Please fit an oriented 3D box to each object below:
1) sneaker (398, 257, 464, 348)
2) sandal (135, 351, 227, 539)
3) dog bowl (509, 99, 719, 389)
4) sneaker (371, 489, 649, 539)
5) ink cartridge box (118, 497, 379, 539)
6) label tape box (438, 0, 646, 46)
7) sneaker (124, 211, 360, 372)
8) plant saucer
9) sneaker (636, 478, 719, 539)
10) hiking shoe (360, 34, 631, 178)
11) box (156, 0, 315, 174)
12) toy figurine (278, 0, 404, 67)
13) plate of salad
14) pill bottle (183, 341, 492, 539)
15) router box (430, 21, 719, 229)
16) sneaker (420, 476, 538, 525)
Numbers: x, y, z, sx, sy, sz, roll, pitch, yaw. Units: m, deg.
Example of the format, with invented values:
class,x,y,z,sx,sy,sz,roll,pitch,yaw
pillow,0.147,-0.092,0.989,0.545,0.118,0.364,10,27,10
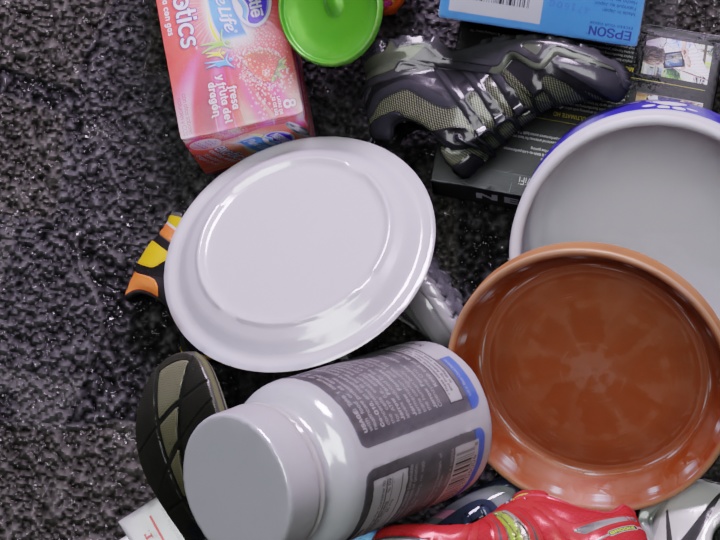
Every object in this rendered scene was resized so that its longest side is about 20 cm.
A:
class,x,y,z,sx,sy,sz,roll,pitch,yaw
sneaker,0.000,0.000,1.211,0.200,0.075,0.082,42,99,18
sandal,-0.094,0.152,1.120,0.079,0.057,0.202,-20,93,31
dog bowl,0.207,-0.017,1.142,0.198,0.079,0.202,3,106,10
sneaker,0.101,0.190,1.108,0.198,0.077,0.085,4,44,-8
ink cartridge box,-0.091,0.201,1.170,0.199,0.067,0.116,-32,78,-2
label tape box,0.140,-0.228,1.199,0.142,0.200,0.067,9,112,5
sneaker,-0.087,0.045,1.205,0.200,0.070,0.090,38,90,16
plant saucer,0.159,0.073,1.115,0.199,0.032,0.202,7,115,15
sneaker,0.225,0.242,1.116,0.088,0.074,0.202,5,78,42
hiking shoe,0.096,-0.115,1.170,0.199,0.076,0.102,3,89,20
box,-0.100,-0.187,1.233,0.094,0.103,0.201,-12,77,2
toy figurine,0.012,-0.253,1.201,0.149,0.184,0.202,-7,94,29
plate of salad,-0.042,-0.010,1.143,0.199,0.048,0.201,-9,53,12
pill bottle,-0.013,0.119,1.069,0.113,0.199,0.115,9,105,40
router box,0.162,-0.116,1.219,0.198,0.051,0.150,11,82,8
sneaker,0.053,0.212,1.148,0.199,0.082,0.070,-36,78,-3
